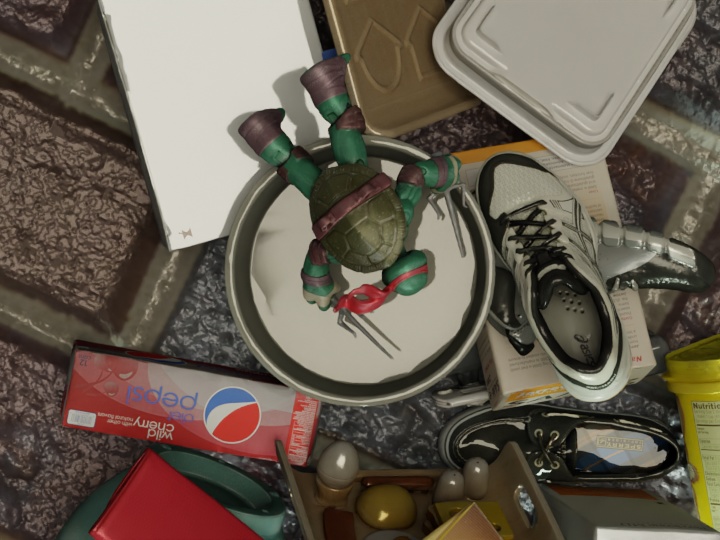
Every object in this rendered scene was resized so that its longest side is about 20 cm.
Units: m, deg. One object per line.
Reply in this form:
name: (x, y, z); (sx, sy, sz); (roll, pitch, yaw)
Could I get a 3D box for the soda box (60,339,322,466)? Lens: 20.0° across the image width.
soda box: (-0.134, 0.105, 1.612); (0.200, 0.070, 0.064); (11, 93, -9)

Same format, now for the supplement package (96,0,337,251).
supplement package: (-0.104, -0.132, 1.582); (0.156, 0.111, 0.200); (-16, 96, -7)

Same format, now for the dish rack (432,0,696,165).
dish rack: (0.170, -0.200, 1.613); (0.172, 0.044, 0.200); (36, 68, -4)

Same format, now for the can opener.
can opener: (0.149, 0.070, 1.658); (0.200, 0.053, 0.067); (-13, 101, -8)

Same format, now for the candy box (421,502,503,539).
candy box: (0.035, 0.270, 1.436); (0.200, 0.055, 0.115); (-36, 78, -10)

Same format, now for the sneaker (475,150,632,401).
sneaker: (0.142, -0.004, 1.473); (0.076, 0.088, 0.200); (-27, 76, 5)

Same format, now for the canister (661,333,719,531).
canister: (0.328, 0.152, 1.655); (0.148, 0.087, 0.200); (-16, 99, -39)

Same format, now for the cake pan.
cake pan: (0.000, 0.000, 1.514); (0.200, 0.037, 0.201); (0, 90, 3)

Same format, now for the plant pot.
plant pot: (-0.134, 0.215, 1.544); (0.200, 0.200, 0.134); (21, 100, -9)

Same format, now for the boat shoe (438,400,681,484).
boat shoe: (0.165, 0.141, 1.664); (0.200, 0.057, 0.069); (1, 94, -8)

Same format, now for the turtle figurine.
turtle figurine: (0.003, -0.046, 1.451); (0.150, 0.101, 0.200); (-33, 83, 3)

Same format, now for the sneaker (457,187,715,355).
sneaker: (0.161, 0.017, 1.547); (0.200, 0.075, 0.116); (16, 80, 10)

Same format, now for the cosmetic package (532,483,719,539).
cosmetic package: (0.204, 0.219, 1.602); (0.101, 0.200, 0.071); (4, 93, -9)

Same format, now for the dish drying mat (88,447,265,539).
dish drying mat: (-0.098, 0.217, 1.461); (0.200, 0.018, 0.077); (40, 68, -15)

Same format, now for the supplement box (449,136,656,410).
supplement box: (0.146, 0.000, 1.619); (0.126, 0.074, 0.200); (-10, 77, -7)

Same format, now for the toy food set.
toy food set: (0.043, 0.175, 1.549); (0.200, 0.144, 0.060); (1, 120, -16)

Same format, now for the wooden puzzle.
wooden puzzle: (0.011, -0.204, 1.579); (0.046, 0.185, 0.200); (-17, 95, 30)
